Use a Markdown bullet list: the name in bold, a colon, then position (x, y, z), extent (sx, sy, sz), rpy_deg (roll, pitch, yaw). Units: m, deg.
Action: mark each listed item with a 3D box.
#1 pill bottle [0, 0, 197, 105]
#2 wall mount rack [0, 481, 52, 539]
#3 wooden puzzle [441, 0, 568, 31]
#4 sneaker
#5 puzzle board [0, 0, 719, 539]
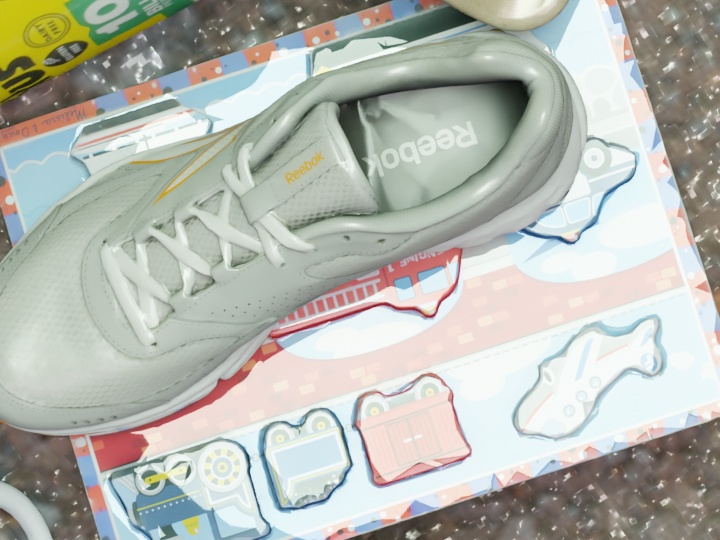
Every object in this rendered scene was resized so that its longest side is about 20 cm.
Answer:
- **pill bottle**: position (-0.145, -0.085, 0.788), extent (0.199, 0.113, 0.113), rpy_deg (-27, 112, 3)
- **wall mount rack**: position (-0.107, 0.164, 0.850), extent (0.074, 0.173, 0.202), rpy_deg (-6, 87, 36)
- **wooden puzzle**: position (0.018, -0.181, 0.765), extent (0.199, 0.037, 0.186), rpy_deg (24, 92, -43)
- **sneaker**: position (-0.029, -0.018, 0.806), extent (0.199, 0.092, 0.076), rpy_deg (-29, 83, 0)
- **puzzle board**: position (0.000, 0.000, 0.857), extent (0.199, 0.017, 0.152), rpy_deg (-18, 86, 0)
